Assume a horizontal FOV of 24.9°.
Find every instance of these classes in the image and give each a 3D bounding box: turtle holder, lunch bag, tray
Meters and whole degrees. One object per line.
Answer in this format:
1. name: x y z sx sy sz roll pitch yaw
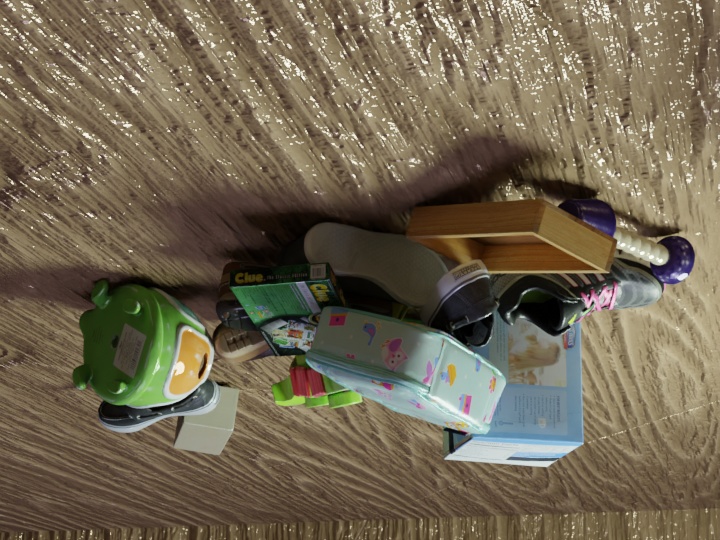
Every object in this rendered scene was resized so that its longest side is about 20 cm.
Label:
1. turtle holder: -0.255 0.093 1.881 0.131 0.143 0.185 13 158 -40
2. lunch bag: 0.045 0.104 1.665 0.159 0.078 0.200 10 165 37
3. tray: 0.140 -0.031 1.542 0.098 0.037 0.199 25 167 -30

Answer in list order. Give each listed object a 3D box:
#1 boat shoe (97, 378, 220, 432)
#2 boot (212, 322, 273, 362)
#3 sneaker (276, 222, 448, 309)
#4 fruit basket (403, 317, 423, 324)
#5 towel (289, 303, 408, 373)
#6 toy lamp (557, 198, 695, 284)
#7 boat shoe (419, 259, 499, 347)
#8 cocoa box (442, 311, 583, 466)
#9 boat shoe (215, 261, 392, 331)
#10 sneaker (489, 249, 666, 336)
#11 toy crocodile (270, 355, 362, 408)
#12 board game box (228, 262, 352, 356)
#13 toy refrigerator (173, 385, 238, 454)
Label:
1. boat shoe: -0.296 0.181 2.321 0.198 0.069 0.057 -13 152 21
2. boot: -0.078 0.060 1.936 0.198 0.073 0.166 -14 180 3
3. sneaker: 0.000 0.000 1.705 0.198 0.072 0.099 17 161 -34
4. fruit basket: 0.031 0.111 2.022 0.183 0.095 0.199 5 169 -29
5. towel: -0.009 0.072 1.914 0.018 0.087 0.199 41 145 -20
6. toy lamp: 0.260 -0.029 1.614 0.058 0.059 0.199 -15 158 41
7. boat shoe: 0.109 0.046 1.648 0.069 0.067 0.200 -25 167 -12
8. cocoa box: 0.167 0.105 1.811 0.132 0.203 0.131 4 163 -10
9. boat shoe: -0.060 0.025 1.773 0.198 0.075 0.076 7 150 -21
10. sneaker: 0.228 0.029 1.725 0.197 0.088 0.074 3 138 -5
11. toy crocodile: -0.046 0.123 1.845 0.061 0.068 0.200 -10 178 -22
12. board game box: -0.062 0.043 1.688 0.103 0.024 0.200 -2 157 10
13. toy refrigerator: -0.232 0.220 2.435 0.075 0.071 0.200 9 162 -7
